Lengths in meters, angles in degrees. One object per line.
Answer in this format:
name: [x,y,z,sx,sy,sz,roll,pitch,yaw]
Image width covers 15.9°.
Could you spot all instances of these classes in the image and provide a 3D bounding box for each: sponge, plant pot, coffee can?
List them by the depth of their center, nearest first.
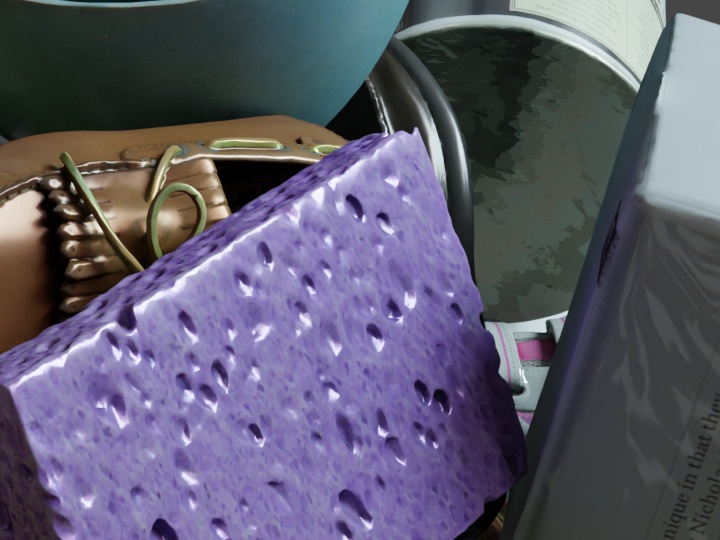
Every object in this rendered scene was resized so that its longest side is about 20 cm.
sponge: [-0.026,0.045,0.692,0.200,0.030,0.112,-35,109,-52]
plant pot: [-0.068,-0.103,0.878,0.135,0.199,0.201,87,-16,-46]
coffee can: [0.058,-0.097,1.080,0.146,0.146,0.200,44,30,-26]

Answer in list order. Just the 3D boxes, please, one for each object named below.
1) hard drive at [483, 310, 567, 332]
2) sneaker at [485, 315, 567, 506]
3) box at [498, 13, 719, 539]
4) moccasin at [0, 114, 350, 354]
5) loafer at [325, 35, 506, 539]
hard drive: [0.107,0.023,1.143,0.132,0.027,0.200,57,39,-22]
sneaker: [0.068,0.050,1.006,0.199,0.088,0.082,21,27,-23]
box: [0.126,0.047,0.843,0.130,0.201,0.199,18,22,3]
moccasin: [-0.057,-0.001,0.740,0.077,0.074,0.201,12,13,37]
loafer: [0.000,0.000,0.920,0.071,0.073,0.201,0,65,-34]
